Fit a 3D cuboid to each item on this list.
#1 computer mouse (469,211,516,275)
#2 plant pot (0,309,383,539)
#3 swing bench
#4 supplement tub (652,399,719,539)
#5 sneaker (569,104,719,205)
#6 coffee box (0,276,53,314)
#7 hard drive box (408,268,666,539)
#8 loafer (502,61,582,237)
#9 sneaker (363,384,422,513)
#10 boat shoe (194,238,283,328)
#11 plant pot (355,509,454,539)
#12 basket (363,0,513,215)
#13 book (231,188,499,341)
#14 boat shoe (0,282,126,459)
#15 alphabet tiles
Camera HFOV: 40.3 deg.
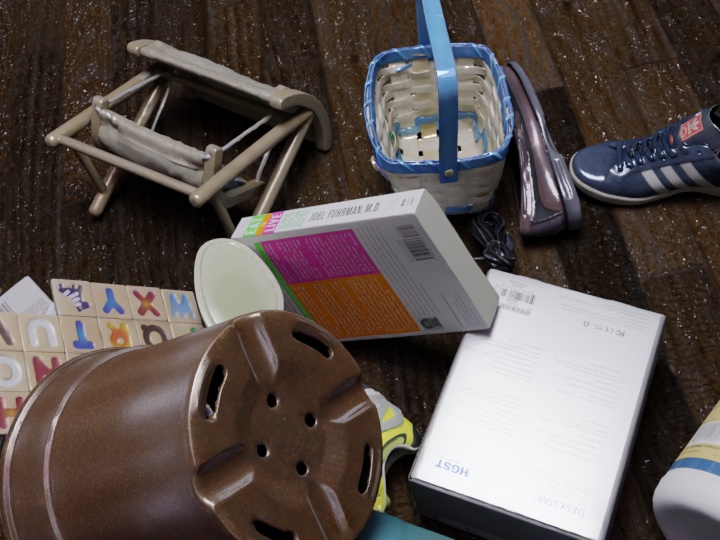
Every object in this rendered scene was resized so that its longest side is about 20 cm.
[{"bbox_3d":[0.044,-0.022,0.908,0.196,0.045,0.110,-3,28,10],"label":"computer mouse"},{"bbox_3d":[-0.102,0.126,0.641,0.197,0.199,0.203,-24,44,44],"label":"plant pot"},{"bbox_3d":[-0.165,-0.133,0.990,0.196,0.131,0.201,21,63,23],"label":"swing bench"},{"bbox_3d":[0.322,0.136,0.709,0.144,0.145,0.200,34,69,28],"label":"supplement tub"},{"bbox_3d":[0.295,-0.114,0.915,0.196,0.085,0.076,-2,56,10],"label":"sneaker"},{"bbox_3d":[-0.247,0.114,0.852,0.080,0.115,0.199,-41,60,-18],"label":"coffee box"},{"bbox_3d":[0.146,0.117,0.797,0.154,0.077,0.202,15,61,20],"label":"hard drive box"},{"bbox_3d":[0.156,-0.121,0.958,0.062,0.072,0.202,-18,58,3],"label":"loafer"},{"bbox_3d":[-0.020,0.189,0.785,0.076,0.076,0.202,26,71,15],"label":"sneaker"},{"bbox_3d":[-0.087,0.066,0.806,0.074,0.067,0.201,-20,61,-29],"label":"boat shoe"},{"bbox_3d":[0.059,0.276,0.651,0.185,0.201,0.203,14,59,1],"label":"plant pot"},{"bbox_3d":[0.071,-0.155,0.908,0.136,0.202,0.178,-3,49,-1],"label":"basket"},{"bbox_3d":[0.000,0.000,0.823,0.198,0.134,0.048,-4,46,39],"label":"book"},{"bbox_3d":[-0.236,0.094,0.756,0.057,0.068,0.202,-41,28,36],"label":"boat shoe"},{"bbox_3d":[-0.194,0.080,0.756,0.008,0.198,0.169,-42,55,36],"label":"alphabet tiles"}]
